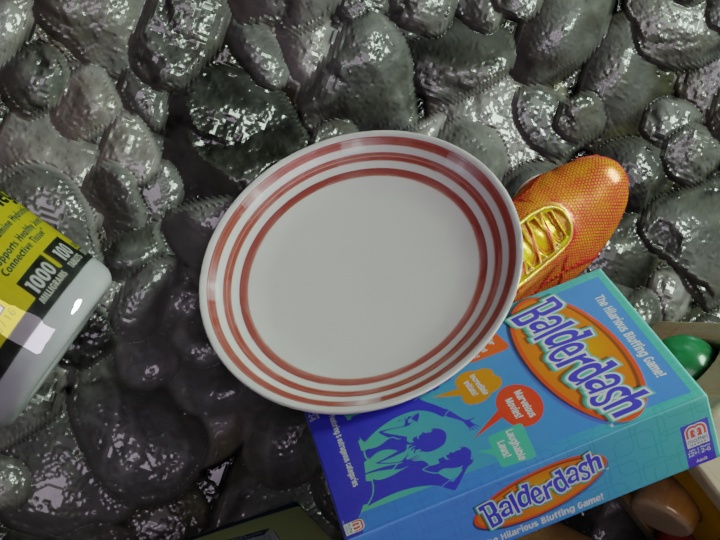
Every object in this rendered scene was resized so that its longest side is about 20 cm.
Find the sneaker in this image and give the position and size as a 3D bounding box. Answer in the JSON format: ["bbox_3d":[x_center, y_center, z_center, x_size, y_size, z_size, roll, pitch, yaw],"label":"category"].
[{"bbox_3d":[0.096,-0.002,0.844,0.200,0.077,0.073,-38,95,-10],"label":"sneaker"}]

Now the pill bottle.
[{"bbox_3d":[-0.251,-0.010,0.762,0.199,0.112,0.113,36,82,-7],"label":"pill bottle"}]

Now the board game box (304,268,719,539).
[{"bbox_3d":[0.074,0.083,0.745,0.198,0.152,0.045,-22,118,-3],"label":"board game box"}]

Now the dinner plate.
[{"bbox_3d":[0.000,0.000,0.807,0.198,0.024,0.202,-7,57,11],"label":"dinner plate"}]

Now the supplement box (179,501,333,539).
[{"bbox_3d":[-0.094,0.233,0.734,0.198,0.200,0.135,-16,91,-10],"label":"supplement box"}]

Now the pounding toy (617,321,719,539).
[{"bbox_3d":[0.199,0.120,0.817,0.142,0.184,0.200,-42,101,-14],"label":"pounding toy"}]

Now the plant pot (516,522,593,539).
[{"bbox_3d":[0.100,0.226,0.797,0.200,0.186,0.187,40,81,8],"label":"plant pot"}]
